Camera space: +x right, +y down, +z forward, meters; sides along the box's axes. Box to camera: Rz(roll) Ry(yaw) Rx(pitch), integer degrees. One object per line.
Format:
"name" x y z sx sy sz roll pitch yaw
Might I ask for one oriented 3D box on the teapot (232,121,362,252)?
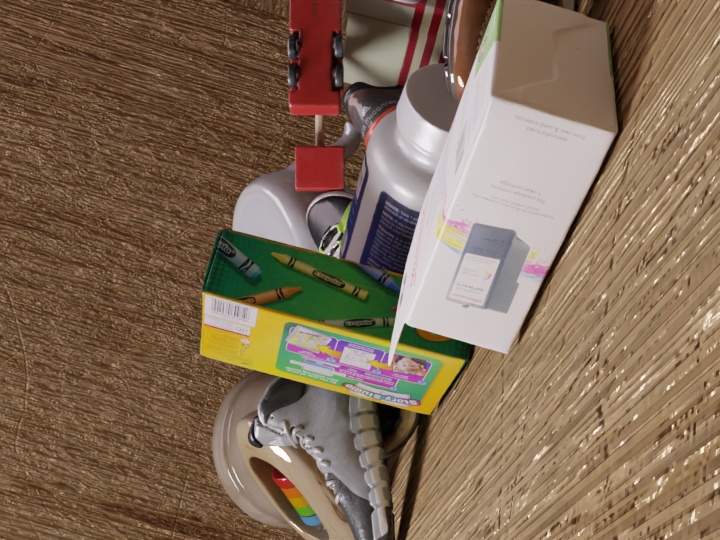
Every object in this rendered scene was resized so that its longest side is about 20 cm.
"teapot" -0.038 -0.019 1.086 0.198 0.145 0.200 61 146 23

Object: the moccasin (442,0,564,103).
"moccasin" 0.110 -0.191 0.622 0.202 0.077 0.074 -63 -13 -13

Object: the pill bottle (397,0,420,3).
"pill bottle" 0.054 -0.316 0.778 0.109 0.109 0.201 -78 12 -60

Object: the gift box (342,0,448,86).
"gift box" 0.073 -0.289 0.967 0.187 0.183 0.201 105 173 -71

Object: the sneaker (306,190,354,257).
"sneaker" 0.000 0.000 0.905 0.083 0.200 0.072 -5 -44 -45

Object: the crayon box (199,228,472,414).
"crayon box" -0.021 0.043 0.773 0.119 0.199 0.059 110 174 -62

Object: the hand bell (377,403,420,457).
"hand bell" 0.011 0.154 0.995 0.200 0.104 0.105 77 -154 -69

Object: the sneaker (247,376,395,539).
"sneaker" -0.036 0.159 0.854 0.075 0.115 0.201 82 179 -60

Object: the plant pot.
"plant pot" -0.054 0.191 1.158 0.173 0.199 0.201 -33 38 62

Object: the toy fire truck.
"toy fire truck" -0.038 -0.180 0.916 0.141 0.048 0.201 96 175 -86

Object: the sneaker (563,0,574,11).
"sneaker" 0.099 -0.197 0.714 0.071 0.099 0.201 113 171 -63

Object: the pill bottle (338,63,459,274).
"pill bottle" 0.052 -0.060 0.798 0.200 0.110 0.111 107 177 -47

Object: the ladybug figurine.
"ladybug figurine" -0.046 0.208 1.003 0.135 0.201 0.072 4 41 50

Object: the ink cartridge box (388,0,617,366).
"ink cartridge box" 0.076 -0.038 0.575 0.117 0.067 0.201 -77 4 -48

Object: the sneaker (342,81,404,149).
"sneaker" 0.051 -0.136 0.908 0.077 0.082 0.200 -47 -22 16
